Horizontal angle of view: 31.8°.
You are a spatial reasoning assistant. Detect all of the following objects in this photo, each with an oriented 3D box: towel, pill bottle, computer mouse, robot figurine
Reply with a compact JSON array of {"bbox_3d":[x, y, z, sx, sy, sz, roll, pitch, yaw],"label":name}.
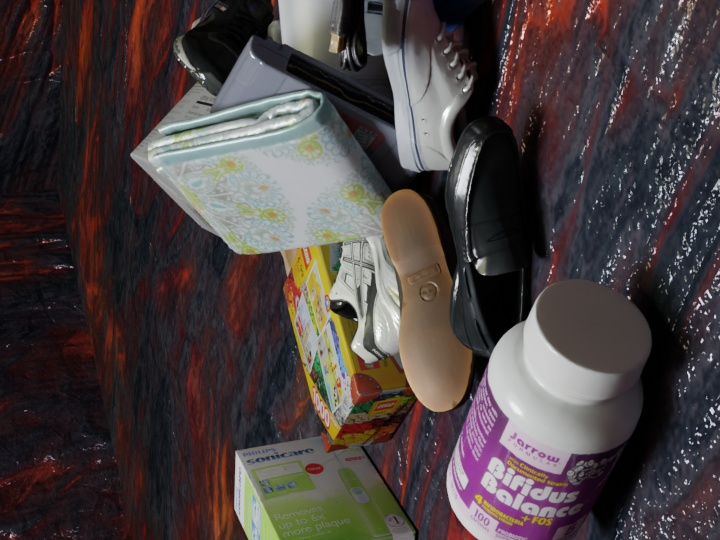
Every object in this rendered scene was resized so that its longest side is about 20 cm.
[{"bbox_3d":[-0.078,-0.085,1.175,0.171,0.197,0.049,49,-137,-45],"label":"towel"},{"bbox_3d":[0.134,0.105,0.896,0.202,0.111,0.113,104,151,-44],"label":"pill bottle"},{"bbox_3d":[0.010,-0.217,1.042,0.200,0.043,0.112,-38,-49,-79],"label":"computer mouse"},{"bbox_3d":[-0.019,-0.213,1.219,0.168,0.112,0.204,-1,95,36],"label":"robot figurine"}]

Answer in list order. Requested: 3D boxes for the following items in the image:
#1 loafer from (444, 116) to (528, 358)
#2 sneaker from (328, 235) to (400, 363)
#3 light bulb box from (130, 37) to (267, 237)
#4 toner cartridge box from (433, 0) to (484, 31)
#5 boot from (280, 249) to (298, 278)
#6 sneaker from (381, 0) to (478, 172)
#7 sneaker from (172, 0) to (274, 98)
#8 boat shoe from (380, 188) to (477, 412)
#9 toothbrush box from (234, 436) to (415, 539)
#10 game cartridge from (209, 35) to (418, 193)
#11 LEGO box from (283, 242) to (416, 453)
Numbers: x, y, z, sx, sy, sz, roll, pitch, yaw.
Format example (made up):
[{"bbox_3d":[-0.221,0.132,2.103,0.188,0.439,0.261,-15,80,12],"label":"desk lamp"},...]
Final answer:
[{"bbox_3d":[0.108,-0.021,1.004,0.070,0.067,0.203,39,137,52],"label":"loafer"},{"bbox_3d":[0.000,0.000,1.235,0.076,0.087,0.202,48,-164,-47],"label":"sneaker"},{"bbox_3d":[-0.125,-0.149,1.368,0.125,0.200,0.198,45,172,-22],"label":"light bulb box"},{"bbox_3d":[0.067,-0.259,1.070,0.200,0.043,0.097,150,110,-68],"label":"toner cartridge box"},{"bbox_3d":[-0.063,-0.096,1.474,0.168,0.071,0.201,-67,32,32],"label":"boot"},{"bbox_3d":[0.062,-0.170,1.042,0.074,0.070,0.202,-70,-23,-43],"label":"sneaker"},{"bbox_3d":[-0.129,-0.239,1.258,0.087,0.076,0.201,-42,23,17],"label":"sneaker"},{"bbox_3d":[0.069,0.027,1.134,0.070,0.069,0.203,26,-126,-67],"label":"boat shoe"},{"bbox_3d":[-0.043,0.273,1.383,0.200,0.143,0.087,-130,38,-57],"label":"toothbrush box"},{"bbox_3d":[-0.035,-0.130,1.165,0.133,0.198,0.041,-44,25,58],"label":"game cartridge"},{"bbox_3d":[-0.011,0.066,1.329,0.149,0.076,0.202,116,143,-56],"label":"LEGO box"}]
